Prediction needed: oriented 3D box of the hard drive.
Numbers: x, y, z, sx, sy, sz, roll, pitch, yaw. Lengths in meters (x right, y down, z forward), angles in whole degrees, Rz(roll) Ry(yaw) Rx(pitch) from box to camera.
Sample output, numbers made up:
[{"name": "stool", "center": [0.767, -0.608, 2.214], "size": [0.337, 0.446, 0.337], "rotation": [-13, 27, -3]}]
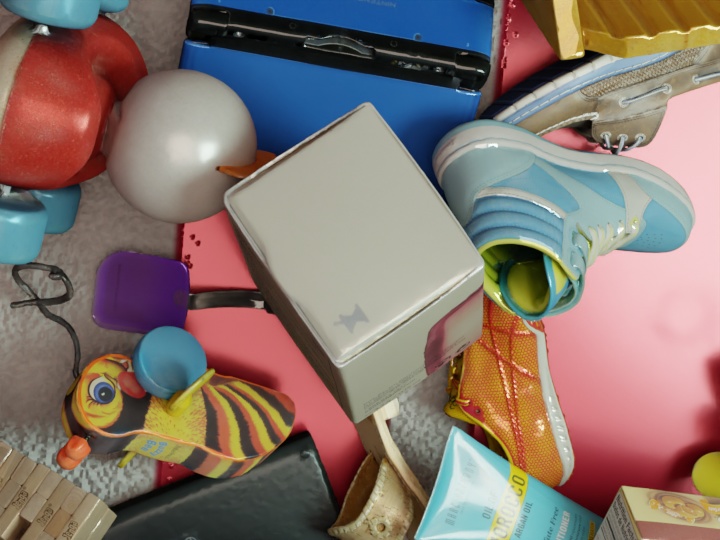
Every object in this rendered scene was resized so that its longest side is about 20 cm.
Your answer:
[{"name": "hard drive", "center": [-0.101, 0.209, 1.525], "size": [0.200, 0.033, 0.140], "rotation": [-21, 99, -4]}]

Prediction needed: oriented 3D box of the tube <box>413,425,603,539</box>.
[{"name": "tube", "center": [0.122, 0.177, 1.510], "size": [0.200, 0.050, 0.078], "rotation": [28, 70, -30]}]

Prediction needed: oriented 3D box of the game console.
[{"name": "game console", "center": [-0.021, -0.148, 1.503], "size": [0.200, 0.118, 0.171], "rotation": [9, 64, -9]}]

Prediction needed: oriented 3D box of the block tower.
[{"name": "block tower", "center": [-0.249, 0.129, 1.432], "size": [0.200, 0.054, 0.058], "rotation": [29, 75, 24]}]

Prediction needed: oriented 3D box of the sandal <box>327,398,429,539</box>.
[{"name": "sandal", "center": [0.005, 0.152, 1.508], "size": [0.070, 0.078, 0.212], "rotation": [-20, 91, -17]}]

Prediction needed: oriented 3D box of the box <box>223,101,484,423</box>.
[{"name": "box", "center": [0.000, 0.000, 1.398], "size": [0.109, 0.200, 0.128], "rotation": [-34, 78, -6]}]

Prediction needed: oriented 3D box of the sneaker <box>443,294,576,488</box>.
[{"name": "sneaker", "center": [0.087, 0.061, 1.513], "size": [0.077, 0.073, 0.200], "rotation": [-16, 98, -6]}]

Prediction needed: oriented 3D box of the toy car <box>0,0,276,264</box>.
[{"name": "toy car", "center": [-0.132, -0.087, 1.401], "size": [0.200, 0.177, 0.185], "rotation": [17, 103, 3]}]

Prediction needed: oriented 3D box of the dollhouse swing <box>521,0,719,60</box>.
[{"name": "dollhouse swing", "center": [0.202, -0.258, 1.452], "size": [0.200, 0.182, 0.176], "rotation": [-8, 118, -6]}]

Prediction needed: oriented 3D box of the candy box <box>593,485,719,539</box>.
[{"name": "candy box", "center": [0.194, 0.238, 1.504], "size": [0.115, 0.055, 0.200], "rotation": [8, 125, -20]}]

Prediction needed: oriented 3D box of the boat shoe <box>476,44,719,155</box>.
[{"name": "boat shoe", "center": [0.173, -0.116, 1.505], "size": [0.200, 0.072, 0.072], "rotation": [-27, 101, -3]}]

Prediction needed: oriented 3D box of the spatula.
[{"name": "spatula", "center": [-0.078, 0.020, 1.512], "size": [0.200, 0.021, 0.057], "rotation": [4, 107, -10]}]

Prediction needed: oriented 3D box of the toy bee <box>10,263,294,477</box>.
[{"name": "toy bee", "center": [-0.149, 0.093, 1.465], "size": [0.200, 0.131, 0.109], "rotation": [17, 58, 7]}]

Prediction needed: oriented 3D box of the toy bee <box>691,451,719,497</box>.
[{"name": "toy bee", "center": [0.295, 0.102, 1.543], "size": [0.131, 0.109, 0.200], "rotation": [-2, 122, -15]}]

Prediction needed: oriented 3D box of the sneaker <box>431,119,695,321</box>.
[{"name": "sneaker", "center": [0.141, -0.014, 1.467], "size": [0.200, 0.131, 0.080], "rotation": [13, 137, -26]}]
